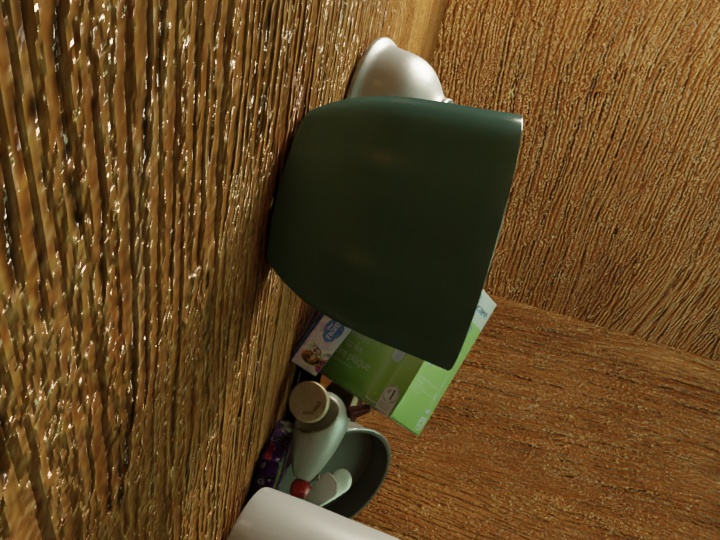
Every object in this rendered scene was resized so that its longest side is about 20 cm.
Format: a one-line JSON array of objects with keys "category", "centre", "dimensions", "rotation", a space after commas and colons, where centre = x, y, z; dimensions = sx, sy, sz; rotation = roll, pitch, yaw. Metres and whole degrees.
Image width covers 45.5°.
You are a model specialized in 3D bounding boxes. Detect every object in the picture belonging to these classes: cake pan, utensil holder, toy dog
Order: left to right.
[{"category": "utensil holder", "centre": [-0.043, 0.342, 0.911], "dimensions": [0.170, 0.198, 0.172], "rotation": [18, 90, -77]}, {"category": "cake pan", "centre": [-0.049, 0.289, 1.198], "dimensions": [0.037, 0.198, 0.202], "rotation": [45, -49, 43]}, {"category": "toy dog", "centre": [-0.038, 0.231, 1.046], "dimensions": [0.132, 0.095, 0.203], "rotation": [-41, 132, -79]}]

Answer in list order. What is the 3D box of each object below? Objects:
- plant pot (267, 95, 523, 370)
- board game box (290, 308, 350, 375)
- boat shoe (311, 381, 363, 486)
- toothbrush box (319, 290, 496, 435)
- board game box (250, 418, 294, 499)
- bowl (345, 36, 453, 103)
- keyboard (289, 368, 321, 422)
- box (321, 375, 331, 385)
[{"category": "plant pot", "centre": [0.020, -0.042, 0.668], "dimensions": [0.201, 0.159, 0.203], "rotation": [15, 90, -87]}, {"category": "board game box", "centre": [0.000, 0.000, 1.067], "dimensions": [0.201, 0.041, 0.200], "rotation": [-53, -172, 34]}, {"category": "boat shoe", "centre": [-0.057, 0.262, 1.277], "dimensions": [0.202, 0.072, 0.072], "rotation": [-61, 147, -12]}, {"category": "toothbrush box", "centre": [0.057, 0.085, 1.112], "dimensions": [0.201, 0.145, 0.086], "rotation": [-56, 140, -8]}, {"category": "board game box", "centre": [-0.123, 0.300, 1.064], "dimensions": [0.120, 0.032, 0.202], "rotation": [-50, 156, -76]}, {"category": "bowl", "centre": [0.050, -0.150, 0.954], "dimensions": [0.201, 0.089, 0.204], "rotation": [13, 90, -73]}, {"category": "keyboard", "centre": [-0.085, 0.168, 1.189], "dimensions": [0.104, 0.039, 0.202], "rotation": [-114, -147, -57]}, {"category": "box", "centre": [-0.035, 0.103, 1.613], "dimensions": [0.119, 0.041, 0.202], "rotation": [-65, 172, -73]}]
